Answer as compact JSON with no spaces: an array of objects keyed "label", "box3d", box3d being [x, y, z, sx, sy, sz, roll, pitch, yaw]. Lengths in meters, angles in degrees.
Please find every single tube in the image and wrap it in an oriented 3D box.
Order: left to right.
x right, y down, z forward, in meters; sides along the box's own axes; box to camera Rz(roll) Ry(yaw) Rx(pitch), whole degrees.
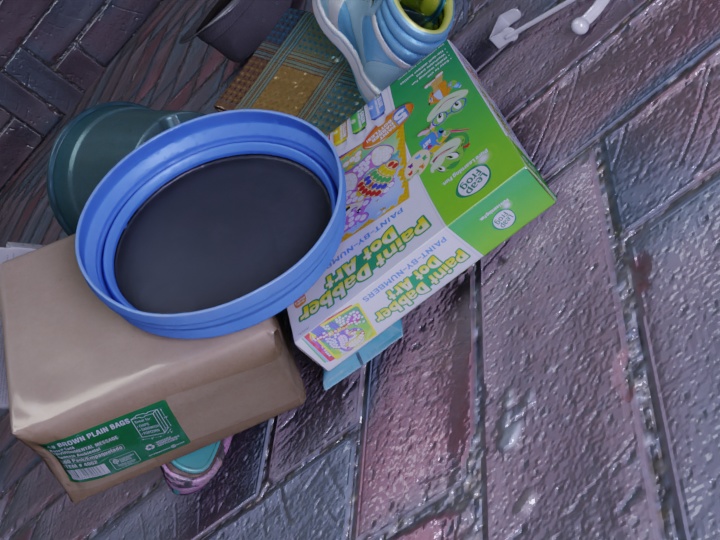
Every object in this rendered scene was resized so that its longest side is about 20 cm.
[{"label":"tube","box3d":[0.000,0.000,0.837,0.077,0.050,0.200,-42,29,30]}]

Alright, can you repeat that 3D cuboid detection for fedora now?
[{"label":"fedora","box3d":[-0.176,-0.389,1.661,0.177,0.090,0.200,-7,45,58]}]

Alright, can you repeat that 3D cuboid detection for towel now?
[{"label":"towel","box3d":[-0.040,-0.188,1.080,0.200,0.022,0.147,25,72,38]}]

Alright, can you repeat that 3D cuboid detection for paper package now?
[{"label":"paper package","box3d":[-0.162,0.048,0.836,0.199,0.104,0.191,-22,45,-2]}]

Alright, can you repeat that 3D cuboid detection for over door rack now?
[{"label":"over door rack","box3d":[0.117,-0.243,0.824,0.200,0.148,0.067,-9,43,58]}]

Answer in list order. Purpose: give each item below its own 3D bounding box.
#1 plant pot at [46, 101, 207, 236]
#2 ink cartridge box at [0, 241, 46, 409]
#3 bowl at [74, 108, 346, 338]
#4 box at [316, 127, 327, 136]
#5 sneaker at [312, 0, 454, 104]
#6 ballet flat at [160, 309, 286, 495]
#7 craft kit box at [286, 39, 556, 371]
[{"label":"plant pot","box3d":[-0.244,-0.109,1.290,0.196,0.200,0.201,3,59,55]},{"label":"ink cartridge box","box3d":[-0.430,0.066,1.307,0.045,0.176,0.201,-160,76,-66]},{"label":"bowl","box3d":[-0.104,-0.035,0.782,0.200,0.039,0.201,-9,48,10]},{"label":"box","box3d":[-0.072,-0.027,0.973,0.200,0.075,0.050,-52,23,6]},{"label":"sneaker","box3d":[0.025,-0.245,0.976,0.200,0.079,0.131,61,146,32]},{"label":"ballet flat","box3d":[-0.121,0.098,0.916,0.071,0.069,0.200,125,167,-56]},{"label":"craft kit box","box3d":[0.023,-0.054,0.796,0.200,0.049,0.198,-38,38,14]}]
